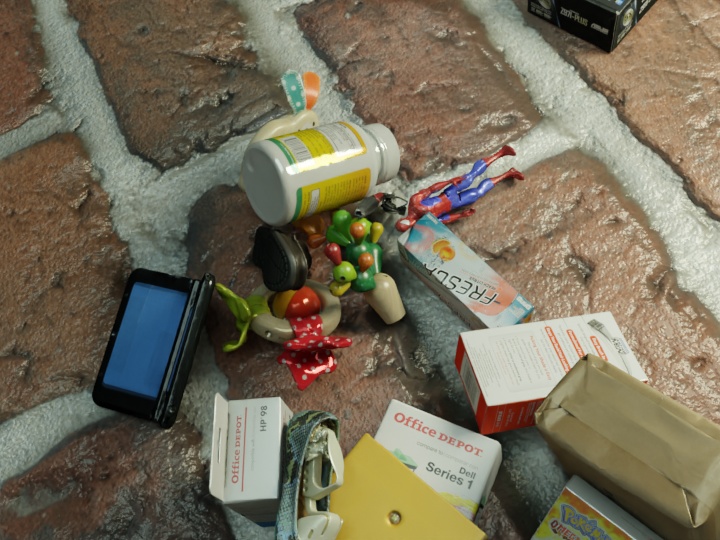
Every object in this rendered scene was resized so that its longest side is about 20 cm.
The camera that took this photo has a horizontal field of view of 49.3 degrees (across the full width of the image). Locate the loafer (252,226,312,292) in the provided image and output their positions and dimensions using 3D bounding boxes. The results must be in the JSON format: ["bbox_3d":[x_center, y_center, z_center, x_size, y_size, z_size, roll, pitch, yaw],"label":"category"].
[{"bbox_3d":[-0.096,-0.021,1.055,0.071,0.200,0.073,6,104,-18],"label":"loafer"}]

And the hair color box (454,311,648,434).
[{"bbox_3d":[0.225,0.121,0.944,0.199,0.064,0.111,-8,46,-9],"label":"hair color box"}]

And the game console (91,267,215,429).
[{"bbox_3d":[-0.277,0.095,1.037,0.116,0.176,0.201,16,79,-12],"label":"game console"}]

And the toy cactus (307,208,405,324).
[{"bbox_3d":[0.000,0.000,1.043,0.102,0.200,0.166,-29,102,7],"label":"toy cactus"}]

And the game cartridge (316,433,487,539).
[{"bbox_3d":[0.009,0.309,0.852,0.176,0.032,0.200,36,79,24],"label":"game cartridge"}]

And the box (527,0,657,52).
[{"bbox_3d":[0.388,-0.469,1.237,0.164,0.086,0.200,37,75,24],"label":"box"}]

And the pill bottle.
[{"bbox_3d":[-0.048,-0.137,1.051,0.199,0.113,0.113,-21,58,-33],"label":"pill bottle"}]

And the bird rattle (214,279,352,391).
[{"bbox_3d":[-0.093,0.058,1.039,0.199,0.113,0.163,10,35,26],"label":"bird rattle"}]

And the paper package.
[{"bbox_3d":[0.304,0.207,0.823,0.104,0.200,0.190,-49,48,-10],"label":"paper package"}]

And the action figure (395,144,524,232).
[{"bbox_3d":[0.137,-0.107,1.111,0.199,0.066,0.052,-29,33,-5],"label":"action figure"}]

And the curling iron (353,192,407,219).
[{"bbox_3d":[0.024,-0.088,1.059,0.049,0.200,0.026,19,102,13],"label":"curling iron"}]

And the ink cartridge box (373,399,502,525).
[{"bbox_3d":[0.065,0.273,0.920,0.144,0.084,0.201,19,69,19],"label":"ink cartridge box"}]

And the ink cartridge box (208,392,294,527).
[{"bbox_3d":[-0.110,0.222,0.912,0.066,0.200,0.117,-5,63,8],"label":"ink cartridge box"}]

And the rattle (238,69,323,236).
[{"bbox_3d":[-0.078,-0.173,1.118,0.201,0.130,0.143,-57,40,5],"label":"rattle"}]

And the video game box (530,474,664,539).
[{"bbox_3d":[0.258,0.348,0.817,0.200,0.047,0.183,35,110,23],"label":"video game box"}]

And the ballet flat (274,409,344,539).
[{"bbox_3d":[-0.050,0.245,0.833,0.074,0.074,0.201,-4,66,8],"label":"ballet flat"}]

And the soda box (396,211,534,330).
[{"bbox_3d":[0.138,0.016,1.045,0.064,0.068,0.200,-40,65,-11],"label":"soda box"}]
